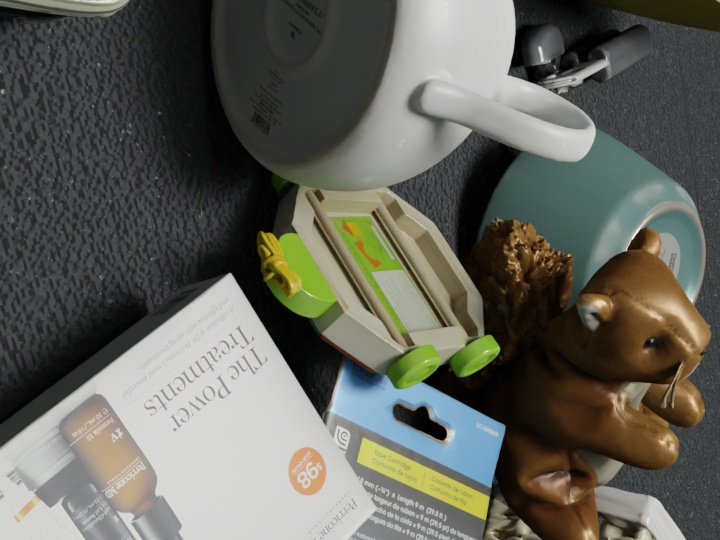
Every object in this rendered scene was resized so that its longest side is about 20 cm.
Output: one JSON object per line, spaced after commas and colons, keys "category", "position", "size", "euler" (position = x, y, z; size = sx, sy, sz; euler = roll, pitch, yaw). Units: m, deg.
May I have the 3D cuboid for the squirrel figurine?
{"category": "squirrel figurine", "position": [0.134, 0.052, 0.749], "size": [0.141, 0.200, 0.187], "euler": [-36, 152, -33]}

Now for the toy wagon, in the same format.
{"category": "toy wagon", "position": [0.000, 0.000, 0.682], "size": [0.199, 0.040, 0.156], "euler": [-3, 56, -54]}

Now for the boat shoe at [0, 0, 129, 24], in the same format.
{"category": "boat shoe", "position": [-0.194, -0.147, 0.488], "size": [0.199, 0.062, 0.075], "euler": [4, 88, -37]}

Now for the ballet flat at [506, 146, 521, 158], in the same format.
{"category": "ballet flat", "position": [0.197, -0.083, 0.979], "size": [0.200, 0.070, 0.071], "euler": [33, 61, -46]}

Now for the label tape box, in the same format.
{"category": "label tape box", "position": [0.002, 0.166, 0.682], "size": [0.144, 0.063, 0.201], "euler": [30, 63, -32]}

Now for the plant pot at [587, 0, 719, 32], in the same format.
{"category": "plant pot", "position": [0.242, -0.312, 0.945], "size": [0.199, 0.175, 0.202], "euler": [-1, 98, -59]}

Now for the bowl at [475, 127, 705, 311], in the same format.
{"category": "bowl", "position": [0.193, -0.006, 0.884], "size": [0.200, 0.105, 0.203], "euler": [-15, 114, -36]}

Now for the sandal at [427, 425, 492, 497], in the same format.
{"category": "sandal", "position": [0.073, 0.144, 0.813], "size": [0.200, 0.043, 0.077], "euler": [-44, 120, -45]}

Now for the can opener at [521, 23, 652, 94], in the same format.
{"category": "can opener", "position": [0.201, -0.200, 1.006], "size": [0.200, 0.053, 0.067], "euler": [-34, 114, -49]}

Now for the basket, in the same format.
{"category": "basket", "position": [0.179, 0.260, 0.860], "size": [0.200, 0.135, 0.124], "euler": [51, 55, -40]}

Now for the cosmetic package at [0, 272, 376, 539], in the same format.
{"category": "cosmetic package", "position": [-0.101, 0.118, 0.540], "size": [0.200, 0.051, 0.151], "euler": [-41, 107, -37]}

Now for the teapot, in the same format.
{"category": "teapot", "position": [0.020, -0.135, 0.644], "size": [0.145, 0.197, 0.202], "euler": [-1, 78, -41]}
